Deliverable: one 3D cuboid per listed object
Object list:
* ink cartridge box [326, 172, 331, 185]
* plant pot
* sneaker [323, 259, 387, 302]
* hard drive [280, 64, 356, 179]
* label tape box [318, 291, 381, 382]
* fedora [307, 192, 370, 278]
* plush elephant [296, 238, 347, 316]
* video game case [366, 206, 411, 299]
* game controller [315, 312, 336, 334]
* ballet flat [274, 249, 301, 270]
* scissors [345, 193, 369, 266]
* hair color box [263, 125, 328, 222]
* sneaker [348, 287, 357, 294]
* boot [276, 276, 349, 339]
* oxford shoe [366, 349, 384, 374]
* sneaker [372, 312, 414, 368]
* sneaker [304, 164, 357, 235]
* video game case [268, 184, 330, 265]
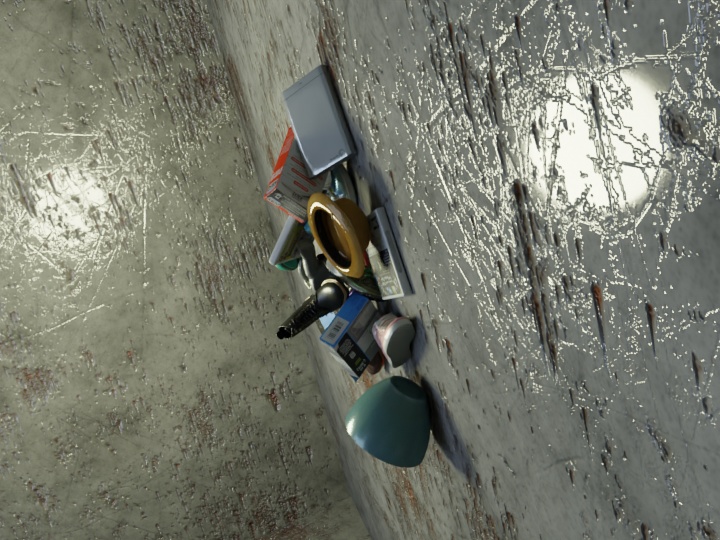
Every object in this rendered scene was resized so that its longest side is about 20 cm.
[{"bbox_3d":[-0.131,-0.224,1.944,0.177,0.082,0.203,-121,17,-46],"label":"ink cartridge box"},{"bbox_3d":[0.081,0.319,1.608,0.137,0.196,0.201,-64,29,16],"label":"plant pot"},{"bbox_3d":[0.000,0.000,1.697,0.199,0.090,0.077,36,-177,32],"label":"sneaker"},{"bbox_3d":[-0.093,-0.319,1.560,0.130,0.026,0.205,-23,84,36],"label":"hard drive"},{"bbox_3d":[0.004,0.170,1.719,0.063,0.145,0.201,21,157,43],"label":"label tape box"},{"bbox_3d":[-0.033,-0.086,1.535,0.200,0.081,0.203,42,151,29],"label":"fedora"},{"bbox_3d":[-0.081,-0.007,1.857,0.156,0.160,0.205,-101,10,-66],"label":"plush elephant"},{"bbox_3d":[0.049,-0.031,1.541,0.200,0.023,0.186,159,93,-78],"label":"video game case"},{"bbox_3d":[-0.088,0.117,1.979,0.200,0.041,0.107,-39,68,63],"label":"game controller"},{"bbox_3d":[-0.189,-0.031,1.888,0.199,0.069,0.069,-17,-91,-64],"label":"ballet flat"},{"bbox_3d":[-0.005,-0.086,1.606,0.202,0.014,0.074,75,179,-56],"label":"scissors"},{"bbox_3d":[-0.133,-0.226,1.623,0.063,0.110,0.204,-25,41,49],"label":"hair color box"},{"bbox_3d":[-0.003,0.117,1.793,0.101,0.068,0.203,62,142,38],"label":"sneaker"},{"bbox_3d":[-0.114,0.100,1.715,0.078,0.138,0.200,49,146,2],"label":"boot"},{"bbox_3d":[0.018,0.223,1.910,0.070,0.073,0.203,26,146,25],"label":"oxford shoe"},{"bbox_3d":[0.065,0.131,1.581,0.106,0.074,0.202,60,169,26],"label":"sneaker"},{"bbox_3d":[-0.075,-0.147,1.682,0.080,0.127,0.203,-120,16,-45],"label":"sneaker"},{"bbox_3d":[-0.139,-0.116,1.774,0.022,0.203,0.181,32,-160,14],"label":"video game case"}]
